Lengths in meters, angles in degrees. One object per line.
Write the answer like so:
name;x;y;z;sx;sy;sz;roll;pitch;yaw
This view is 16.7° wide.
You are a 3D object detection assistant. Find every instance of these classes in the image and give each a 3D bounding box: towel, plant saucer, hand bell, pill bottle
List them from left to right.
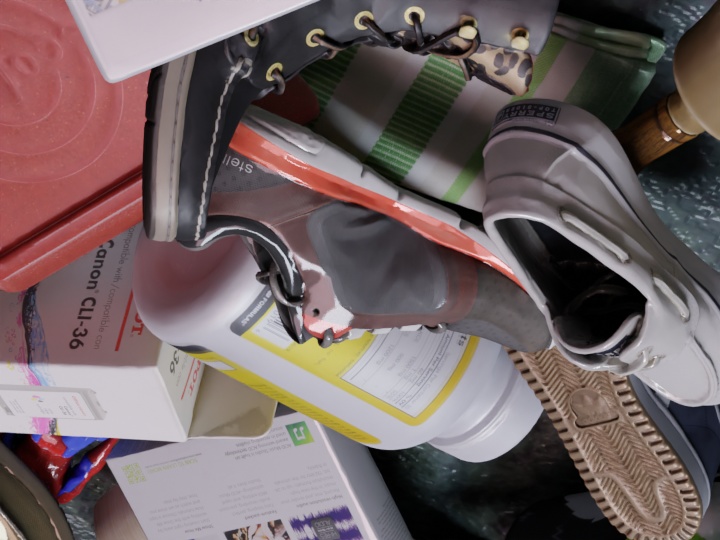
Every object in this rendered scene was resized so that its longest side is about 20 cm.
plant saucer;-0.154;-0.091;1.085;0.199;0.037;0.200;-28;115;28
pill bottle;-0.003;0.019;1.177;0.200;0.112;0.112;30;142;-35
towel;0.018;-0.092;1.107;0.200;0.023;0.153;19;145;-10
hand bell;0.128;-0.062;1.035;0.104;0.104;0.200;32;139;-23

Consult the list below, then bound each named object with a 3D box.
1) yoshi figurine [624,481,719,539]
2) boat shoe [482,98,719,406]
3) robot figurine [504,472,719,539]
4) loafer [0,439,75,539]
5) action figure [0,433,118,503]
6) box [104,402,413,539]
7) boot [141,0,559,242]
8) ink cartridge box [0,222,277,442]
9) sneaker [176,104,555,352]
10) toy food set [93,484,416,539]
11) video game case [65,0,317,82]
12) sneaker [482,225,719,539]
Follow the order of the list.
yoshi figurine;0.225;0.137;1.209;0.200;0.113;0.112;-23;-178;-6
boat shoe;0.108;0.011;1.042;0.072;0.066;0.200;-1;145;30
robot figurine;0.154;0.175;1.338;0.200;0.150;0.125;-14;111;34
loafer;-0.236;0.117;1.387;0.076;0.067;0.200;-13;117;54
action figure;-0.167;0.087;1.388;0.065;0.052;0.200;27;147;-9
box;-0.036;0.166;1.355;0.144;0.036;0.200;-15;108;31
boot;-0.003;-0.097;0.981;0.150;0.200;0.073;13;173;-9
ink cartridge box;-0.135;0.019;1.227;0.200;0.117;0.068;2;143;15
sneaker;0.000;0.000;1.073;0.200;0.082;0.077;29;178;-26
toy food set;-0.038;0.157;1.443;0.200;0.060;0.143;32;129;-25
video game case;-0.053;-0.188;0.875;0.182;0.023;0.200;-20;107;16
sneaker;0.126;0.023;1.185;0.070;0.109;0.200;-11;115;33
